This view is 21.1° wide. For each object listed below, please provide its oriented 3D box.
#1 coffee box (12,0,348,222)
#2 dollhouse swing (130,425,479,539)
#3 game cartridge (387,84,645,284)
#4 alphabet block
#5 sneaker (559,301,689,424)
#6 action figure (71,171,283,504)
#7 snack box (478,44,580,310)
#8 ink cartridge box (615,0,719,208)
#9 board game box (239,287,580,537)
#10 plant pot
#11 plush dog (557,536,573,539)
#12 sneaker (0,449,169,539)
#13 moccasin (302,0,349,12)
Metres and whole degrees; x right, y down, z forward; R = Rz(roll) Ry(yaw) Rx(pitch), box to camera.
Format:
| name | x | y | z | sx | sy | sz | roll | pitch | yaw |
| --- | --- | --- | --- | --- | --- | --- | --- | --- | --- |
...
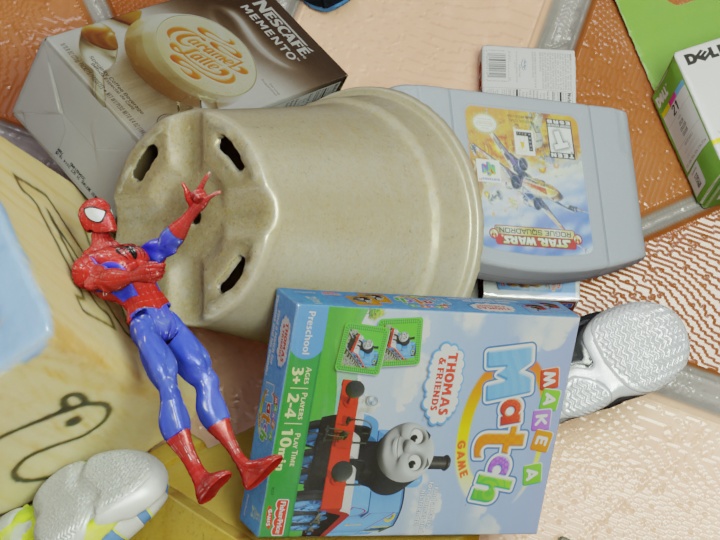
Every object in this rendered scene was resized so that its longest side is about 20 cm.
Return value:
| name | x | y | z | sx | sy | sz | roll | pitch | yaw |
| --- | --- | --- | --- | --- | --- | --- | --- | --- | --- |
| coffee box | -0.123 | -0.123 | 1.346 | 0.114 | 0.080 | 0.200 | 47 | 43 | 16 |
| dollhouse swing | -0.047 | 0.209 | 1.278 | 0.200 | 0.176 | 0.182 | 28 | 105 | 27 |
| game cartridge | 0.111 | -0.057 | 1.366 | 0.200 | 0.042 | 0.133 | 3 | 67 | -27 |
| alphabet block | -0.253 | 0.041 | 1.223 | 0.195 | 0.200 | 0.197 | -34 | 64 | 10 |
| sneaker | 0.125 | 0.076 | 1.330 | 0.200 | 0.114 | 0.076 | -16 | 84 | 2 |
| action figure | -0.104 | 0.025 | 1.133 | 0.065 | 0.099 | 0.200 | -11 | 61 | -47 |
| snack box | 0.123 | -0.070 | 1.424 | 0.072 | 0.024 | 0.200 | 3 | 70 | -5 |
| ink cartridge box | 0.289 | -0.166 | 1.443 | 0.148 | 0.076 | 0.200 | -18 | 74 | -10 |
| board game box | 0.032 | 0.091 | 1.210 | 0.200 | 0.037 | 0.152 | 3 | 105 | -27 |
| plant pot | -0.054 | -0.029 | 1.252 | 0.200 | 0.183 | 0.201 | -2 | 87 | 37 |
| plush dog | 0.185 | 0.271 | 1.248 | 0.171 | 0.200 | 0.161 | -5 | 104 | 4 |
| sneaker | -0.181 | 0.190 | 1.220 | 0.200 | 0.105 | 0.076 | -30 | 29 | 22 |
| moccasin | -0.067 | -0.288 | 1.464 | 0.080 | 0.068 | 0.200 | -43 | 78 | -14 |
